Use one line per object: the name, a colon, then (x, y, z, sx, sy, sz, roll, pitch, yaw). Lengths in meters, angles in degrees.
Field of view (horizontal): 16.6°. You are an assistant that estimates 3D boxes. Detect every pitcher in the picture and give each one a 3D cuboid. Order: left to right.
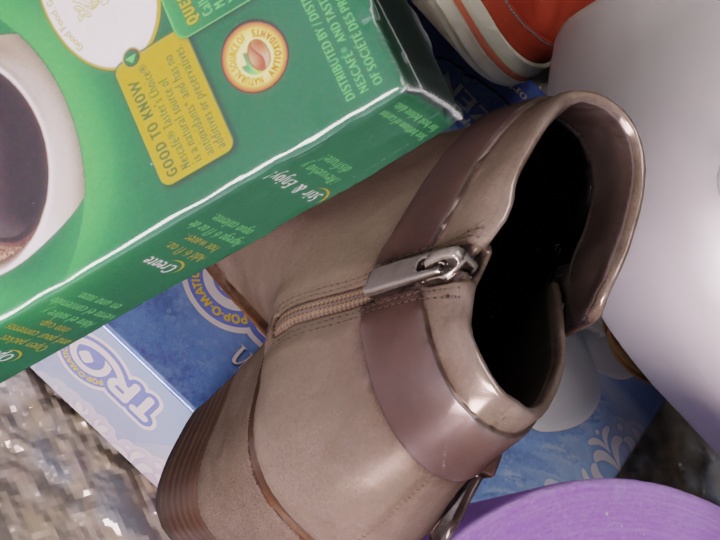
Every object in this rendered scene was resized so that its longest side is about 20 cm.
pitcher: (0.127, 0.004, 0.712, 0.172, 0.121, 0.201, 16, 52, -78)

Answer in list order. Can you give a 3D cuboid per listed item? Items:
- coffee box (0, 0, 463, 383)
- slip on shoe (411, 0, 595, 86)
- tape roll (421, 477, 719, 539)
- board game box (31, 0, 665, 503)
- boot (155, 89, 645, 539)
coffee box: (-0.087, -0.045, 0.625, 0.123, 0.200, 0.044, 64, 16, 17)
slip on shoe: (0.059, -0.103, 0.801, 0.074, 0.061, 0.200, 52, 23, 13)
tape roll: (0.055, 0.158, 0.645, 0.199, 0.066, 0.201, 10, 72, -32)
board game box: (0.000, 0.000, 0.754, 0.200, 0.043, 0.199, 44, 48, -5)
boot: (0.015, -0.010, 0.640, 0.070, 0.146, 0.201, 31, 52, -25)
